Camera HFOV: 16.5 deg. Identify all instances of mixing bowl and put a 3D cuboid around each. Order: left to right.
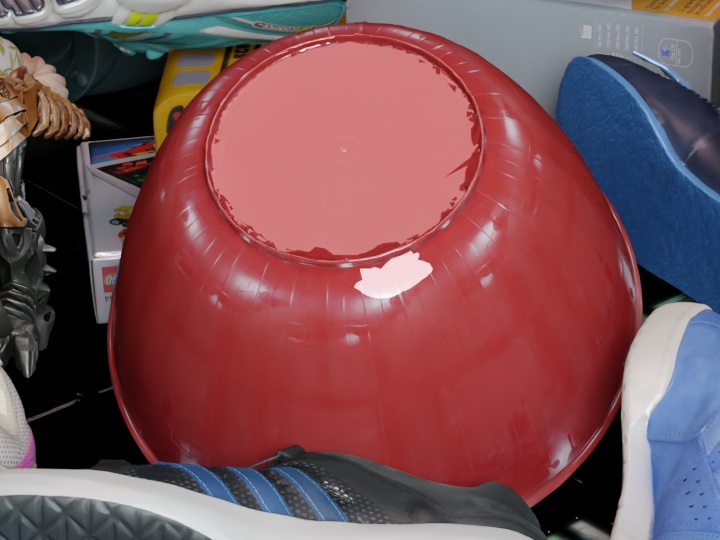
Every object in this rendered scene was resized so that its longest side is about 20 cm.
[{"bbox_3d":[-0.001,-0.012,0.872,0.199,0.109,0.201,-4,56,5],"label":"mixing bowl"}]

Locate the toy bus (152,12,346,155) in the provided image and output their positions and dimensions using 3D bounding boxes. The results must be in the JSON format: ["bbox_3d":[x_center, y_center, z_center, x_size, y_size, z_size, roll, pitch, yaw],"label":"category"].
[{"bbox_3d":[-0.042,-0.087,1.093,0.078,0.065,0.200,-3,26,3],"label":"toy bus"}]

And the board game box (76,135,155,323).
[{"bbox_3d":[-0.021,-0.027,1.081,0.199,0.035,0.126,-5,25,-6],"label":"board game box"}]

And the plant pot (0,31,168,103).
[{"bbox_3d":[-0.149,-0.163,1.215,0.200,0.201,0.134,11,46,26],"label":"plant pot"}]

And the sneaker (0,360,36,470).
[{"bbox_3d":[-0.157,0.054,0.866,0.081,0.088,0.200,-16,29,-27],"label":"sneaker"}]

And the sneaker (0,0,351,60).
[{"bbox_3d":[-0.101,-0.113,1.001,0.199,0.080,0.078,3,61,1],"label":"sneaker"}]

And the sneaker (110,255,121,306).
[{"bbox_3d":[0.000,0.000,0.959,0.199,0.083,0.071,5,-7,15],"label":"sneaker"}]

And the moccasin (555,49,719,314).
[{"bbox_3d":[0.152,-0.026,1.040,0.068,0.081,0.200,-10,41,-26],"label":"moccasin"}]

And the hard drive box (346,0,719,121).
[{"bbox_3d":[0.104,-0.123,1.222,0.199,0.077,0.156,10,28,24],"label":"hard drive box"}]

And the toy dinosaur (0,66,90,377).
[{"bbox_3d":[-0.161,-0.035,0.983,0.200,0.136,0.102,-14,23,-43],"label":"toy dinosaur"}]

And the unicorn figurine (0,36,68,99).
[{"bbox_3d":[-0.213,-0.083,1.050,0.199,0.074,0.137,-14,32,-28],"label":"unicorn figurine"}]

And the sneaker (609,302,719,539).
[{"bbox_3d":[0.139,0.079,0.801,0.111,0.077,0.200,-2,30,14],"label":"sneaker"}]

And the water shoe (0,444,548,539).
[{"bbox_3d":[-0.036,0.095,0.801,0.199,0.072,0.079,9,20,-4],"label":"water shoe"}]
